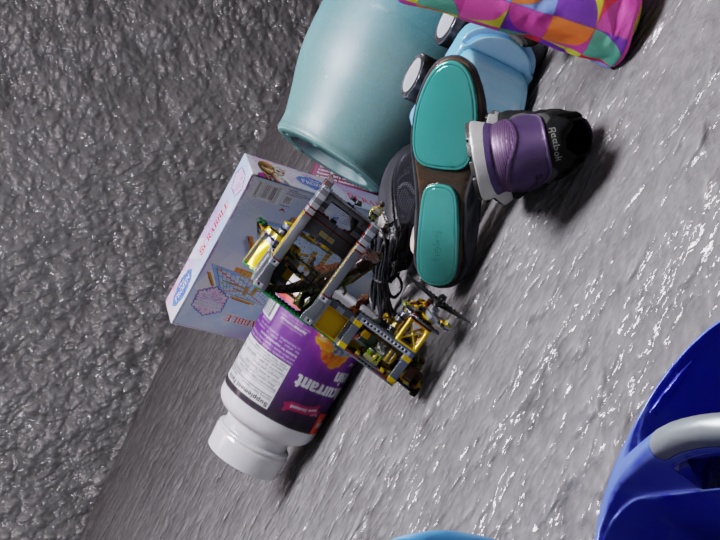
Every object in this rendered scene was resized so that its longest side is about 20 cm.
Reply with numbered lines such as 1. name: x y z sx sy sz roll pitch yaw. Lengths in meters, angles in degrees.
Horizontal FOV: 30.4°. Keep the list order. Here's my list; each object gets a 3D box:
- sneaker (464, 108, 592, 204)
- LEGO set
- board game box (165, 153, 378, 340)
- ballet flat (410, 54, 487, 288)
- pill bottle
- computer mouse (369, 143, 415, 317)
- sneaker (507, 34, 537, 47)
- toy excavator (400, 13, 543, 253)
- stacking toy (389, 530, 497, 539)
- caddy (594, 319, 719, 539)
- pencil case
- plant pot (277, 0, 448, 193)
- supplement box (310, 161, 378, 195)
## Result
1. sneaker: 0.141 -0.092 1.035 0.200 0.087 0.077 -39 -62 -74
2. LEGO set: 0.000 0.000 1.117 0.116 0.199 0.154 -53 -1 3
3. board game box: -0.076 -0.008 1.402 0.200 0.198 0.041 -57 34 26
4. ballet flat: 0.079 -0.086 1.133 0.073 0.072 0.202 -103 15 -73
5. pill bottle: -0.075 0.109 1.361 0.201 0.111 0.111 -61 12 7
6. computer mouse: 0.036 -0.060 1.324 0.139 0.052 0.201 94 -166 -49
7. sneaker: 0.196 -0.268 1.157 0.200 0.098 0.071 -34 7 16
8. toy excavator: 0.096 -0.127 1.233 0.195 0.099 0.201 -58 21 27
9. stacking toy: 0.039 0.243 0.655 0.110 0.115 0.202 132 148 -50
10. caddy: 0.154 0.076 0.462 0.142 0.104 0.200 -67 13 -20
11. pencil case: 0.124 -0.225 1.047 0.088 0.198 0.089 -162 90 -89
12. plant pot: 0.014 -0.194 1.417 0.189 0.199 0.200 -59 12 -4
13. supplement box: -0.011 -0.094 1.536 0.111 0.085 0.201 99 -171 -52
